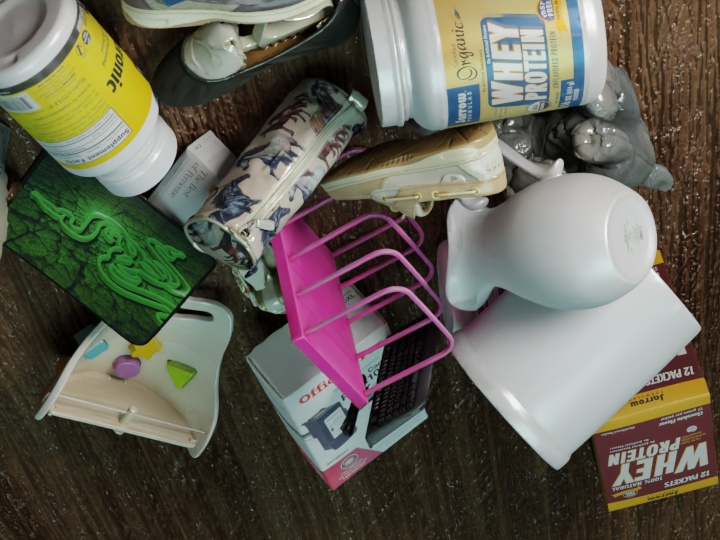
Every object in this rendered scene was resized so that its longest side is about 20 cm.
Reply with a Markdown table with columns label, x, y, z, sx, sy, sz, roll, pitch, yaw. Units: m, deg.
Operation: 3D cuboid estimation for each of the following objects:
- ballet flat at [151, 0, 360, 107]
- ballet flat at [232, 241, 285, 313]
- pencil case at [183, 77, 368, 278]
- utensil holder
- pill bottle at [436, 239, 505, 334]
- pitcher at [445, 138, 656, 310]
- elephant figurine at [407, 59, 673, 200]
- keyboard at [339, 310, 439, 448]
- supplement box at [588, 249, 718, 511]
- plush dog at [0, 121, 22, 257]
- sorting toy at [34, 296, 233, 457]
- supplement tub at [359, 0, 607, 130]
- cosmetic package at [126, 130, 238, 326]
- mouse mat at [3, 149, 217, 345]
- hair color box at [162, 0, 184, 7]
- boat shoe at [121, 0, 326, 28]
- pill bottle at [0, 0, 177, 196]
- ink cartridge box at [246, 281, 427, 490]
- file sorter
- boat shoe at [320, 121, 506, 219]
| label | x | y | z | sx | sy | sz | roll | pitch | yaw |
| --- | --- | --- | --- | --- | --- | --- | --- | --- | --- |
| ballet flat | -0.096 | -0.208 | 1.378 | 0.198 | 0.069 | 0.068 | -24 | 163 | -3 |
| ballet flat | -0.104 | 0.003 | 1.642 | 0.075 | 0.064 | 0.200 | -22 | 140 | 12 |
| pencil case | -0.073 | -0.090 | 1.448 | 0.089 | 0.201 | 0.078 | 9 | 145 | 49 |
| utensil holder | 0.212 | 0.067 | 1.555 | 0.200 | 0.170 | 0.170 | -42 | 135 | 6 |
| pill bottle | 0.186 | 0.010 | 1.682 | 0.197 | 0.113 | 0.113 | -7 | 141 | -4 |
| pitcher | 0.163 | -0.049 | 1.443 | 0.198 | 0.174 | 0.121 | -3 | -165 | 45 |
| elephant figurine | 0.174 | -0.119 | 1.533 | 0.198 | 0.157 | 0.141 | -21 | 175 | 28 |
| keyboard | 0.025 | 0.115 | 1.598 | 0.127 | 0.201 | 0.021 | -38 | 105 | 22 |
| supplement box | 0.310 | 0.127 | 1.781 | 0.131 | 0.202 | 0.198 | -15 | 141 | 5 |
| plush dog | -0.418 | -0.061 | 1.460 | 0.169 | 0.161 | 0.203 | 3 | 113 | 5 |
| sorting toy | -0.228 | 0.091 | 1.700 | 0.198 | 0.108 | 0.181 | 18 | 125 | -30 |
| supplement tub | 0.106 | -0.203 | 1.379 | 0.197 | 0.146 | 0.146 | -10 | 141 | -1 |
| cosmetic package | -0.181 | -0.039 | 1.554 | 0.082 | 0.051 | 0.200 | 42 | 126 | 0 |
| mouse mat | -0.254 | -0.025 | 1.545 | 0.199 | 0.008 | 0.161 | 37 | 126 | -10 |
| hair color box | -0.082 | -0.297 | 1.258 | 0.198 | 0.101 | 0.061 | -18 | 142 | 9 |
| boat shoe | -0.110 | -0.253 | 1.329 | 0.197 | 0.073 | 0.065 | -6 | 146 | 3 |
| pill bottle | -0.247 | -0.153 | 1.383 | 0.110 | 0.112 | 0.200 | -23 | 140 | 14 |
| ink cartridge box | -0.023 | 0.131 | 1.762 | 0.144 | 0.084 | 0.201 | -36 | 141 | -10 |
| file sorter | 0.000 | 0.000 | 1.559 | 0.124 | 0.202 | 0.139 | -27 | 139 | 14 |
| boat shoe | 0.048 | -0.081 | 1.450 | 0.198 | 0.074 | 0.070 | -9 | 115 | 42 |
